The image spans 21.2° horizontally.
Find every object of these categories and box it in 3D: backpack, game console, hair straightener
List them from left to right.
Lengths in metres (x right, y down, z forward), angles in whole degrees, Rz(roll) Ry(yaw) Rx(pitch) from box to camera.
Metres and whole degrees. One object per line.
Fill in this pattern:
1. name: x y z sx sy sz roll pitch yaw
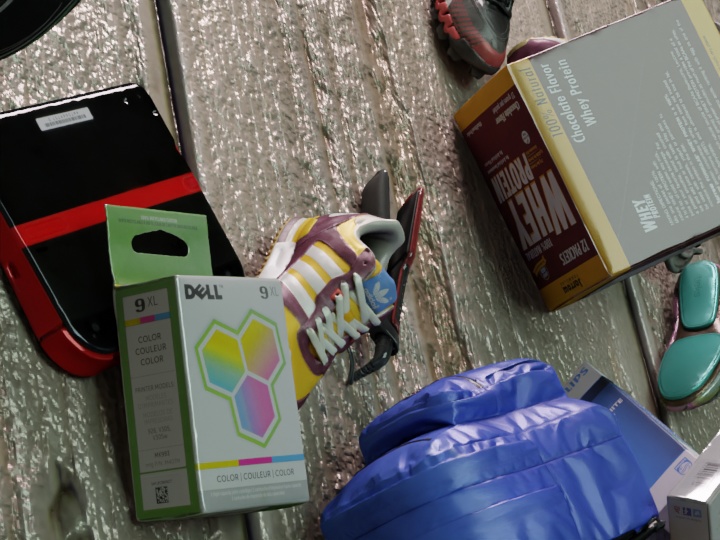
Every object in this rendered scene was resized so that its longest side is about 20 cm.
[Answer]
1. game console: -0.168 -0.031 1.257 0.200 0.031 0.177 -23 82 -57
2. hair straightener: 0.000 0.000 1.455 0.077 0.041 0.200 27 49 -18
3. backpack: 0.069 0.161 1.312 0.200 0.162 0.168 -18 74 -44

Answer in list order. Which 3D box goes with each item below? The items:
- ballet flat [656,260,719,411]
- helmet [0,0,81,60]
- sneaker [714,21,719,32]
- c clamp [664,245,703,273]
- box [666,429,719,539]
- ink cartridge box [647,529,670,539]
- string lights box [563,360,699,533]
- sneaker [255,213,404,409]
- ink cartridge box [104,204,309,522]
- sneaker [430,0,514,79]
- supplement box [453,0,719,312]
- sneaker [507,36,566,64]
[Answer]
1. ballet flat: 0.320 0.075 1.797 0.200 0.069 0.071 -73 145 -48
2. helmet: -0.249 -0.208 1.132 0.200 0.190 0.200 59 -2 4
3. sneaker: 0.356 -0.195 2.049 0.084 0.077 0.200 20 47 -1
4. c clamp: 0.324 -0.090 1.881 0.171 0.027 0.201 30 67 -68
5. box: 0.272 0.212 1.383 0.144 0.036 0.201 -40 130 -47
6. ink cartridge box: 0.239 0.294 1.497 0.200 0.086 0.147 40 37 -29
7. string lights box: 0.235 0.156 1.525 0.103 0.059 0.200 39 2 -28
8. sneaker: -0.024 0.026 1.327 0.200 0.090 0.075 -75 152 -47
9. ink cartridge box: -0.097 0.054 1.211 0.104 0.059 0.201 3 77 -54
10. sneaker: 0.115 -0.269 1.744 0.071 0.098 0.201 29 46 -41
11. supplement box: 0.225 -0.102 1.652 0.200 0.133 0.198 -24 84 -21
12. sneaker: 0.209 -0.130 1.771 0.200 0.075 0.090 41 33 -25
